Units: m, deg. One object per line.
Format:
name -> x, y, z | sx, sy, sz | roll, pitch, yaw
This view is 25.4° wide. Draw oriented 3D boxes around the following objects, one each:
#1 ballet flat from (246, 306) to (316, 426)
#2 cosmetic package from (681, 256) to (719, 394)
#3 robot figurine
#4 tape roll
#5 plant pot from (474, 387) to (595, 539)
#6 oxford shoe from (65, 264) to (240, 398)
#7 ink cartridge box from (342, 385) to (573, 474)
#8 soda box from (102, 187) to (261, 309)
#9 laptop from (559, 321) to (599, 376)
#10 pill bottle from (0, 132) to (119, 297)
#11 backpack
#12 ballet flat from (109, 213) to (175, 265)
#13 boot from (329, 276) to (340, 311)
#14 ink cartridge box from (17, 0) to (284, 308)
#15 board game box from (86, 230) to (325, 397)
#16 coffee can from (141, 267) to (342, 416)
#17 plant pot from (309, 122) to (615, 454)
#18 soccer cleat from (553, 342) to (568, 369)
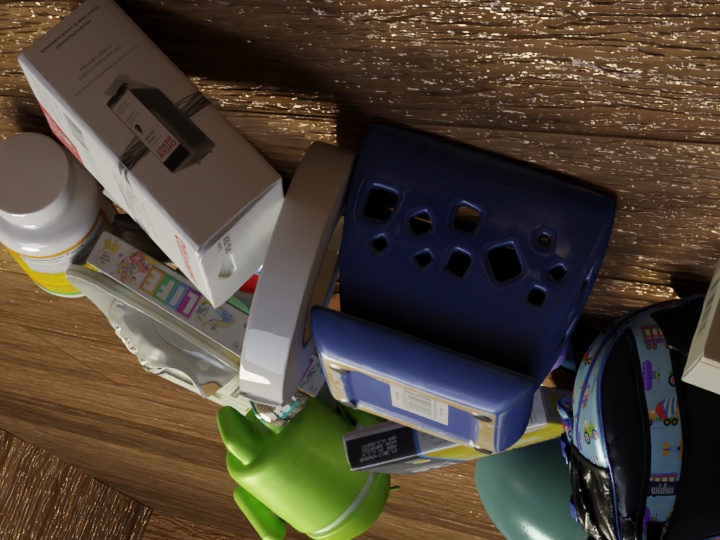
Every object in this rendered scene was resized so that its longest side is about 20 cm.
ballet flat -> -0.071, 0.057, 1.539 | 0.075, 0.201, 0.068 | -36, 131, 29
cosmetic package -> 0.342, 0.059, 1.141 | 0.199, 0.104, 0.073 | 19, 163, 4
robot figurine -> -0.052, 0.192, 1.593 | 0.200, 0.176, 0.116 | 41, -174, -25
tape roll -> -0.044, 0.003, 1.214 | 0.037, 0.204, 0.203 | 16, 163, 4
plant pot -> 0.214, 0.214, 1.636 | 0.161, 0.201, 0.201 | 31, 170, 30
oxford shoe -> -0.201, 0.056, 1.499 | 0.199, 0.058, 0.075 | 31, 179, 15
ink cartridge box -> 0.112, 0.153, 1.509 | 0.197, 0.047, 0.200 | -18, 163, 22
soda box -> -0.113, -0.039, 1.347 | 0.200, 0.064, 0.068 | 39, 140, -8
laptop -> 0.236, 0.128, 1.480 | 0.177, 0.201, 0.103 | 27, 123, -21
pill bottle -> -0.297, -0.056, 1.541 | 0.110, 0.112, 0.200 | 18, 163, 10
backpack -> 0.248, 0.114, 1.292 | 0.182, 0.201, 0.134 | -17, -165, -16
ballet flat -> -0.145, -0.013, 1.538 | 0.199, 0.047, 0.067 | 11, -168, -2
boot -> 0.000, 0.000, 1.453 | 0.199, 0.077, 0.155 | 16, 148, -11
ink cartridge box -> -0.147, -0.086, 1.177 | 0.200, 0.083, 0.147 | 46, 168, 12
board game box -> -0.134, 0.038, 1.425 | 0.199, 0.034, 0.134 | 29, 176, 33
coffee can -> -0.108, 0.079, 1.674 | 0.199, 0.147, 0.146 | 28, 162, -21
plant pot -> 0.069, 0.025, 1.232 | 0.199, 0.181, 0.200 | 19, 164, 9
soccer cleat -> 0.145, 0.061, 1.414 | 0.076, 0.067, 0.200 | 31, 174, -19
